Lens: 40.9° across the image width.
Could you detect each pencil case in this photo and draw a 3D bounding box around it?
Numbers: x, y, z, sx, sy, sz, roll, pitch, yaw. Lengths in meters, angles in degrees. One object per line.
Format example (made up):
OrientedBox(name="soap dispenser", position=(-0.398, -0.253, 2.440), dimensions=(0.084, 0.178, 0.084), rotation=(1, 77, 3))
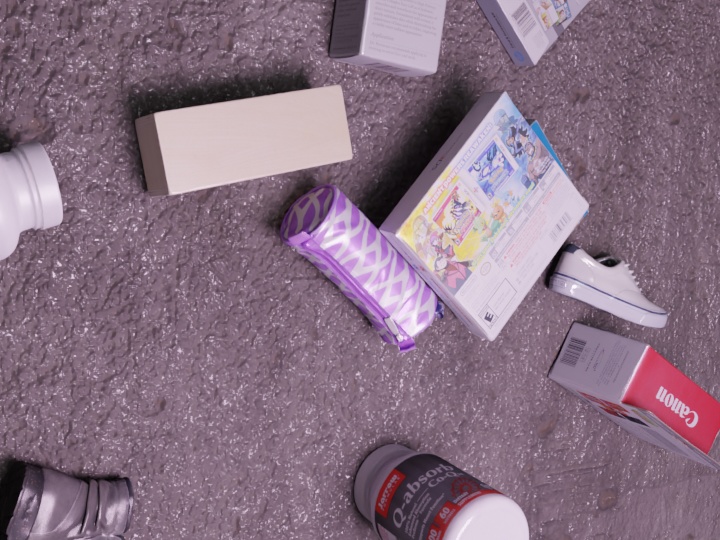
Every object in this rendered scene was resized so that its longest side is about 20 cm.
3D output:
OrientedBox(name="pencil case", position=(0.000, 0.000, 1.026), dimensions=(0.200, 0.083, 0.086), rotation=(45, 44, -28))

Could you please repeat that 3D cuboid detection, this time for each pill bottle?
OrientedBox(name="pill bottle", position=(0.081, 0.269, 1.059), dimensions=(0.114, 0.199, 0.118), rotation=(-7, 103, -31))
OrientedBox(name="pill bottle", position=(-0.351, -0.046, 0.788), dimensions=(0.198, 0.104, 0.106), rotation=(-19, 108, -27))

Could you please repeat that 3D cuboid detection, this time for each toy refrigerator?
OrientedBox(name="toy refrigerator", position=(-0.113, -0.128, 0.945), dimensions=(0.197, 0.070, 0.077), rotation=(-16, 100, -29))

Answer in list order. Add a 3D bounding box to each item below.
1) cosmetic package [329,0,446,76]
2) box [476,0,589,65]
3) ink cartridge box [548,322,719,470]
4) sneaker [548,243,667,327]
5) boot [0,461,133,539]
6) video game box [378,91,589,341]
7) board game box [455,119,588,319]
OrientedBox(name="cosmetic package", position=(0.036, -0.312, 1.001), dimensions=(0.100, 0.074, 0.204), rotation=(6, 94, -33))
OrientedBox(name="box", position=(0.213, -0.365, 1.120), dimensions=(0.200, 0.041, 0.156), rotation=(-49, 120, -14))
OrientedBox(name="ink cartridge box", position=(0.373, 0.163, 1.237), dimensions=(0.199, 0.175, 0.085), rotation=(34, 81, -32))
OrientedBox(name="sneaker", position=(0.331, 0.022, 1.245), dimensions=(0.198, 0.073, 0.072), rotation=(20, 92, -33))
OrientedBox(name="boot", position=(-0.293, 0.286, 0.911), dimensions=(0.131, 0.069, 0.203), rotation=(24, 90, -38))
OrientedBox(name="video game box", position=(0.139, -0.058, 1.055), dimensions=(0.201, 0.047, 0.182), rotation=(-51, 121, -14))
OrientedBox(name="board game box", position=(0.159, -0.056, 1.130), dimensions=(0.200, 0.064, 0.148), rotation=(-48, 120, -17))
